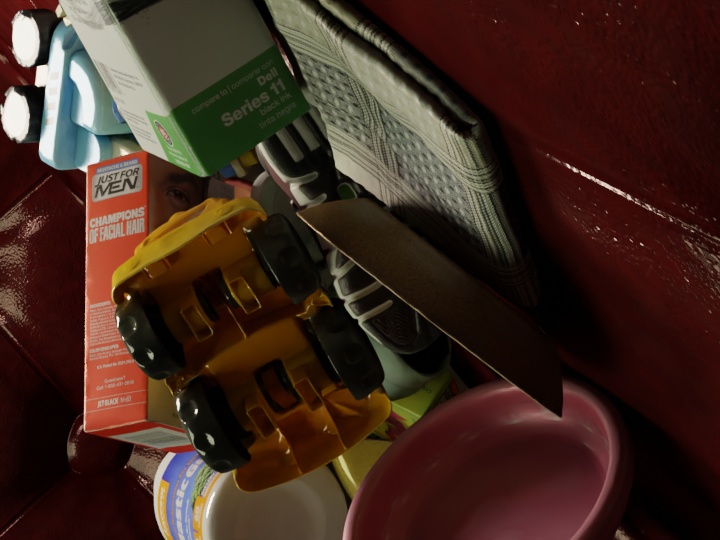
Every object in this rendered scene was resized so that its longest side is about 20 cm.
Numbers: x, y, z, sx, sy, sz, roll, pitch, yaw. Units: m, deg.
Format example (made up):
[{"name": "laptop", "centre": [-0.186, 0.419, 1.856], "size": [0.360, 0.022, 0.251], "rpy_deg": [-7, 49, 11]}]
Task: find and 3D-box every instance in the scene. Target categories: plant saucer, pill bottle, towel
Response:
[{"name": "plant saucer", "centre": [0.085, 0.153, 1.212], "size": [0.051, 0.200, 0.200], "rpy_deg": [54, 169, -32]}, {"name": "plant saucer", "centre": [0.070, 0.164, 1.430], "size": [0.199, 0.049, 0.200], "rpy_deg": [4, 169, -1]}, {"name": "pill bottle", "centre": [-0.094, 0.179, 1.468], "size": [0.112, 0.112, 0.200], "rpy_deg": [51, 164, -16]}, {"name": "towel", "centre": [0.016, -0.079, 1.097], "size": [0.200, 0.035, 0.193], "rpy_deg": [44, 170, 30]}, {"name": "plant saucer", "centre": [0.051, 0.013, 1.152], "size": [0.200, 0.035, 0.200], "rpy_deg": [37, -179, -1]}]

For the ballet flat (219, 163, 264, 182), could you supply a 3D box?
[{"name": "ballet flat", "centre": [-0.075, -0.046, 1.608], "size": [0.067, 0.067, 0.200], "rpy_deg": [-7, 131, 53]}]

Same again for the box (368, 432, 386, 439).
[{"name": "box", "centre": [-0.005, 0.155, 1.652], "size": [0.192, 0.048, 0.200], "rpy_deg": [19, -170, 12]}]

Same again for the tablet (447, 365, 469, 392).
[{"name": "tablet", "centre": [0.066, 0.092, 1.643], "size": [0.200, 0.014, 0.130], "rpy_deg": [50, 171, -10]}]

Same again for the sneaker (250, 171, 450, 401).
[{"name": "sneaker", "centre": [0.000, 0.000, 1.421], "size": [0.201, 0.074, 0.118], "rpy_deg": [57, 156, -3]}]

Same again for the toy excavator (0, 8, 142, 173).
[{"name": "toy excavator", "centre": [-0.196, -0.104, 1.545], "size": [0.200, 0.100, 0.195], "rpy_deg": [27, 115, 44]}]

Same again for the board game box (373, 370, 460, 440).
[{"name": "board game box", "centre": [-0.004, 0.088, 1.617], "size": [0.200, 0.048, 0.102], "rpy_deg": [26, 159, 30]}]

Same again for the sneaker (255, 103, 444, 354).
[{"name": "sneaker", "centre": [-0.010, -0.042, 1.294], "size": [0.201, 0.075, 0.116], "rpy_deg": [61, 173, -14]}]

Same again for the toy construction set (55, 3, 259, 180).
[{"name": "toy construction set", "centre": [-0.157, -0.152, 1.465], "size": [0.200, 0.092, 0.131], "rpy_deg": [55, -164, 3]}]

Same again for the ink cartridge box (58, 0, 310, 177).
[{"name": "ink cartridge box", "centre": [-0.129, -0.169, 1.162], "size": [0.200, 0.083, 0.147], "rpy_deg": [61, 167, -21]}]

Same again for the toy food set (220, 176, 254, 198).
[{"name": "toy food set", "centre": [-0.094, 0.021, 1.561], "size": [0.200, 0.049, 0.198], "rpy_deg": [38, 127, 18]}]

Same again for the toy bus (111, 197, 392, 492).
[{"name": "toy bus", "centre": [-0.083, 0.019, 1.336], "size": [0.200, 0.135, 0.192], "rpy_deg": [58, -173, -31]}]

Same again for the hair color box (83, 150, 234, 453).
[{"name": "hair color box", "centre": [-0.145, 0.025, 1.412], "size": [0.111, 0.064, 0.201], "rpy_deg": [22, -119, -55]}]
